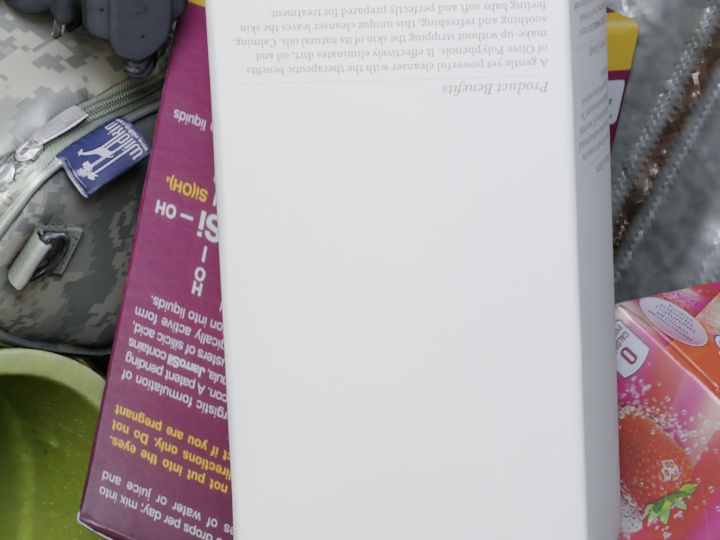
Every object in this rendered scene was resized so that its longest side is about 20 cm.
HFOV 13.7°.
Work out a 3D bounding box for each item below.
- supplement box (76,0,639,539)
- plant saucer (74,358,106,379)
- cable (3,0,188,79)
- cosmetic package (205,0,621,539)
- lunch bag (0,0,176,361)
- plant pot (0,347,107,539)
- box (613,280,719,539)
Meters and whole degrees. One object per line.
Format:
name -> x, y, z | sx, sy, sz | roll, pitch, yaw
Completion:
supplement box -> 0.000, 0.000, 0.993 | 0.103, 0.131, 0.200 | 20, 105, 30
plant saucer -> -0.159, 0.108, 1.103 | 0.200, 0.029, 0.200 | -4, 79, 20
cable -> -0.106, -0.160, 0.919 | 0.163, 0.051, 0.200 | 45, 154, 28
cosmetic package -> 0.017, -0.010, 0.863 | 0.107, 0.085, 0.200 | 1, 101, 12
lunch bag -> -0.136, -0.058, 1.054 | 0.200, 0.168, 0.139 | 34, 113, 26
plant pot -> -0.205, 0.090, 1.024 | 0.190, 0.200, 0.200 | 23, 108, 35
box -> 0.083, 0.106, 0.966 | 0.095, 0.100, 0.200 | 45, 117, 20
